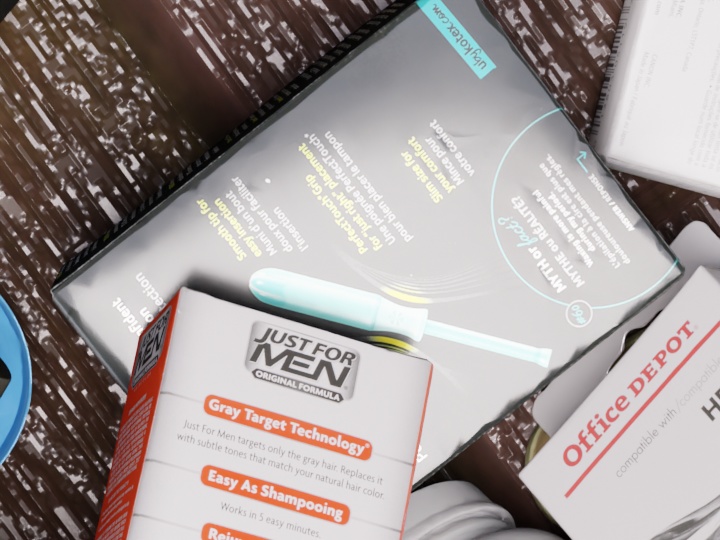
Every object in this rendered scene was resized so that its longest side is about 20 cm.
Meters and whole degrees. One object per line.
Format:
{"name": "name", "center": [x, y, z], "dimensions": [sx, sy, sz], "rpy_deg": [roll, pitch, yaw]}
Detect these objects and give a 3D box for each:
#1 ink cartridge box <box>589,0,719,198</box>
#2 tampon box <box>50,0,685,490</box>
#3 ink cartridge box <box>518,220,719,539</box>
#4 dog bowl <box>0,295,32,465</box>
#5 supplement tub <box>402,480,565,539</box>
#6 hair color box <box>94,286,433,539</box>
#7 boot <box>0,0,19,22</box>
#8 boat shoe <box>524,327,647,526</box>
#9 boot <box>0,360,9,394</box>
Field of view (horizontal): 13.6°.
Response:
{"name": "ink cartridge box", "center": [0.209, -0.097, 1.246], "dimensions": [0.199, 0.050, 0.162], "rpy_deg": [15, 93, -7]}
{"name": "tampon box", "center": [0.000, 0.000, 1.199], "dimensions": [0.200, 0.126, 0.150], "rpy_deg": [-38, 95, 1]}
{"name": "ink cartridge box", "center": [0.144, 0.082, 1.159], "dimensions": [0.116, 0.067, 0.200], "rpy_deg": [-50, 62, 17]}
{"name": "dog bowl", "center": [-0.213, 0.005, 1.226], "dimensions": [0.111, 0.050, 0.201], "rpy_deg": [-34, 95, -1]}
{"name": "supplement tub", "center": [0.068, 0.194, 1.176], "dimensions": [0.145, 0.145, 0.200], "rpy_deg": [-46, 65, 1]}
{"name": "hair color box", "center": [-0.045, 0.118, 1.066], "dimensions": [0.101, 0.061, 0.201], "rpy_deg": [17, 68, -13]}
{"name": "boot", "center": [-0.175, -0.185, 1.205], "dimensions": [0.153, 0.073, 0.204], "rpy_deg": [38, 83, 2]}
{"name": "boat shoe", "center": [0.159, 0.047, 1.243], "dimensions": [0.199, 0.063, 0.074], "rpy_deg": [-30, 96, 0]}
{"name": "boot", "center": [-0.255, 0.046, 1.161], "dimensions": [0.199, 0.077, 0.139], "rpy_deg": [33, 96, -4]}
